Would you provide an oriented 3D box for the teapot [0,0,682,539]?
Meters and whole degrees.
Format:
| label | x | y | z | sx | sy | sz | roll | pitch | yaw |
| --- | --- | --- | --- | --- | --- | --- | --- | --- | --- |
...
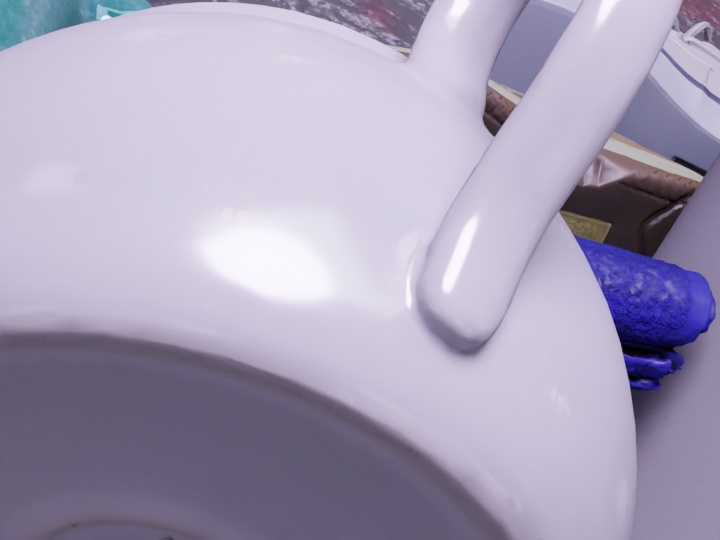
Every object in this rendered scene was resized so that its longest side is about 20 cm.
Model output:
| label | x | y | z | sx | sy | sz | roll | pitch | yaw |
| --- | --- | --- | --- | --- | --- | --- | --- | --- | --- |
| teapot | -0.028 | 0.012 | 0.565 | 0.199 | 0.198 | 0.146 | 2 | 47 | 12 |

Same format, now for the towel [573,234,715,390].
| label | x | y | z | sx | sy | sz | roll | pitch | yaw |
| --- | --- | --- | --- | --- | --- | --- | --- | --- | --- |
| towel | 0.000 | 0.000 | 0.894 | 0.199 | 0.050 | 0.148 | 15 | -6 | -22 |

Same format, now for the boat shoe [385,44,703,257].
| label | x | y | z | sx | sy | sz | roll | pitch | yaw |
| --- | --- | --- | --- | --- | --- | --- | --- | --- | --- |
| boat shoe | 0.046 | -0.043 | 1.027 | 0.199 | 0.072 | 0.076 | 22 | 19 | -25 |

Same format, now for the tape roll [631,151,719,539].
| label | x | y | z | sx | sy | sz | roll | pitch | yaw |
| --- | --- | --- | --- | --- | --- | --- | --- | --- | --- |
| tape roll | 0.193 | 0.042 | 0.948 | 0.202 | 0.139 | 0.203 | 21 | 33 | -14 |

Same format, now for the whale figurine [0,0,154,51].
| label | x | y | z | sx | sy | sz | roll | pitch | yaw |
| --- | --- | --- | --- | --- | --- | --- | --- | --- | --- |
| whale figurine | -0.137 | -0.087 | 0.856 | 0.158 | 0.104 | 0.200 | -2 | 23 | -17 |

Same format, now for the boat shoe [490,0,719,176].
| label | x | y | z | sx | sy | sz | roll | pitch | yaw |
| --- | --- | --- | --- | --- | --- | --- | --- | --- | --- |
| boat shoe | 0.130 | -0.071 | 1.109 | 0.201 | 0.075 | 0.086 | 28 | 34 | -7 |
